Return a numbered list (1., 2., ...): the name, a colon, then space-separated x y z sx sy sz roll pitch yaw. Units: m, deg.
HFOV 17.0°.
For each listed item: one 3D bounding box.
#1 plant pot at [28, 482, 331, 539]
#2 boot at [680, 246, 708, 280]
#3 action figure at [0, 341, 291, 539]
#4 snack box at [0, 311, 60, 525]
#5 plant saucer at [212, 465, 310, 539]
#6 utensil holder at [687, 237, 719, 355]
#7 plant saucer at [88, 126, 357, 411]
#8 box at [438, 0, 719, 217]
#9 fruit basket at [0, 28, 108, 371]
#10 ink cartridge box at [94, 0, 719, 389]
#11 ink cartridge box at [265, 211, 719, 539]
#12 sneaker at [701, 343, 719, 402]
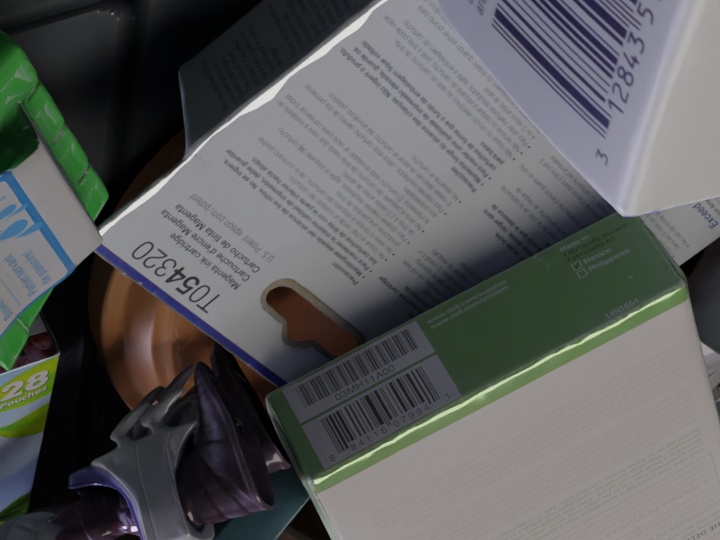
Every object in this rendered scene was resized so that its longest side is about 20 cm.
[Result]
1. plant pot: -0.052 0.132 0.972 0.093 0.201 0.201 -60 152 6
2. boot: 0.139 -0.062 0.951 0.107 0.075 0.200 -48 151 -1
3. action figure: -0.120 0.102 0.830 0.200 0.069 0.130 -32 168 5
4. snack box: -0.213 0.072 0.826 0.200 0.068 0.169 -20 157 -24
5. plant saucer: -0.078 0.128 0.845 0.200 0.019 0.070 -48 -168 -33
6. utensil holder: 0.233 -0.027 0.893 0.200 0.170 0.170 -58 152 7
7. plant saucer: 0.000 0.000 0.882 0.200 0.032 0.200 -16 140 -14
8. box: 0.145 -0.133 0.669 0.200 0.105 0.184 -13 136 -30
9. fruit basket: -0.162 0.013 0.663 0.200 0.094 0.185 -51 161 -12
10. ink cartridge box: 0.034 -0.038 0.806 0.200 0.043 0.196 -36 138 12
11. ink cartridge box: 0.063 0.084 0.874 0.145 0.048 0.200 -28 140 -4
12. sneaker: 0.170 0.015 1.140 0.200 0.078 0.140 -28 162 28
